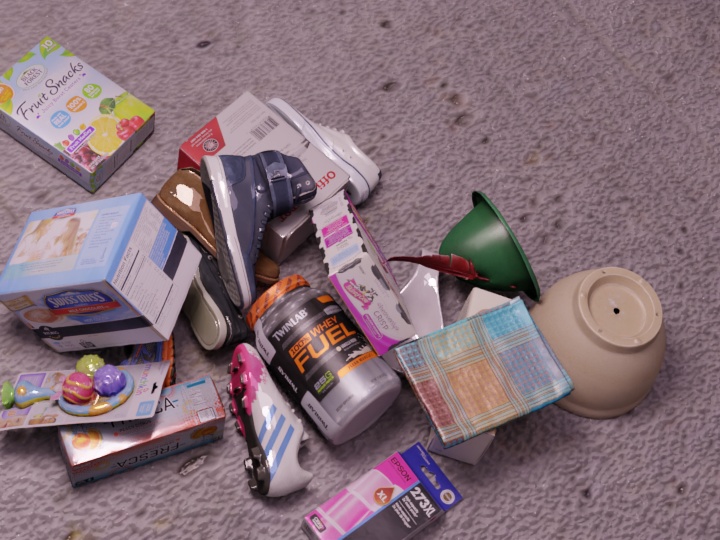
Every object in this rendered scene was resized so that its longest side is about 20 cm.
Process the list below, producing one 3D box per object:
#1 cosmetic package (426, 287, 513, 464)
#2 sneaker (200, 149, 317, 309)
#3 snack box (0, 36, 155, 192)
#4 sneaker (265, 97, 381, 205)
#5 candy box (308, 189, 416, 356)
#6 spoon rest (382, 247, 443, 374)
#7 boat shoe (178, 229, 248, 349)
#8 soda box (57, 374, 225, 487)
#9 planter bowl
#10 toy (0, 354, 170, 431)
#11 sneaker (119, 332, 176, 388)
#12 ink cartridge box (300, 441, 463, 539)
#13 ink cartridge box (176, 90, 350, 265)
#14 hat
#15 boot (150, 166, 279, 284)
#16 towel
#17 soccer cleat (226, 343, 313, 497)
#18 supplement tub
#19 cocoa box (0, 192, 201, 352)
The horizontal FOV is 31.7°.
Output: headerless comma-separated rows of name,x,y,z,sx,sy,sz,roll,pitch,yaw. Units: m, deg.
cosmetic package,0.149,0.138,1.657,0.070,0.106,0.202,17,59,-2
sneaker,-0.118,-0.059,1.638,0.144,0.077,0.205,-8,79,-21
snack box,-0.407,-0.220,1.773,0.199,0.053,0.143,34,58,9
sneaker,-0.055,-0.178,1.824,0.200,0.073,0.071,44,51,4
candy box,0.000,0.000,1.634,0.061,0.137,0.201,-30,27,5
spoon rest,0.075,0.050,1.717,0.098,0.061,0.202,17,57,-2
boat shoe,-0.201,0.020,1.672,0.065,0.075,0.200,3,40,-40
soda box,-0.266,0.195,1.552,0.197,0.069,0.064,-16,62,-20
planter bowl,0.328,0.079,1.712,0.197,0.135,0.203,5,59,-8
toy,-0.338,0.136,1.526,0.197,0.048,0.116,-8,31,8
sneaker,-0.280,0.058,1.629,0.077,0.076,0.202,-3,59,-10
ink cartridge box,0.031,0.296,1.580,0.199,0.037,0.095,-31,71,-28
ink cartridge box,-0.135,-0.128,1.761,0.199,0.083,0.147,40,60,12
hat,0.124,0.001,1.721,0.175,0.166,0.201,-31,114,-4
boot,-0.178,-0.058,1.684,0.199,0.074,0.076,38,98,-9
towel,0.157,0.125,1.594,0.198,0.022,0.148,-19,67,-23
soccer cleat,-0.113,0.188,1.599,0.085,0.070,0.203,-1,64,-27
supplement tub,-0.051,0.110,1.618,0.122,0.123,0.200,-33,71,-27
cocoa box,-0.323,0.004,1.558,0.198,0.131,0.135,-7,51,33
